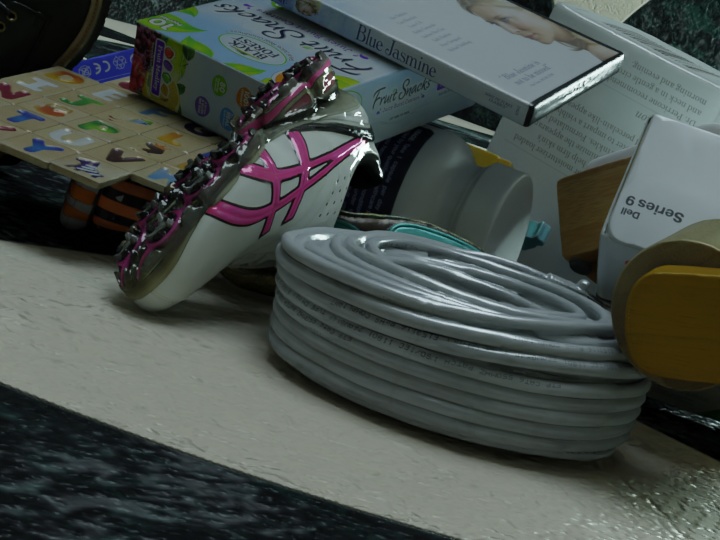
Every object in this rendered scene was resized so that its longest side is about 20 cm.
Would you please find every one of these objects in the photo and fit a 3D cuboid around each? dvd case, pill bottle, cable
[{"bbox_3d":[0.057,-0.159,1.093,0.199,0.018,0.142,29,33,21],"label":"dvd case"},{"bbox_3d":[0.008,-0.050,1.127,0.198,0.117,0.116,20,9,20],"label":"pill bottle"},{"bbox_3d":[0.049,0.033,0.849,0.198,0.070,0.200,17,9,5],"label":"cable"}]

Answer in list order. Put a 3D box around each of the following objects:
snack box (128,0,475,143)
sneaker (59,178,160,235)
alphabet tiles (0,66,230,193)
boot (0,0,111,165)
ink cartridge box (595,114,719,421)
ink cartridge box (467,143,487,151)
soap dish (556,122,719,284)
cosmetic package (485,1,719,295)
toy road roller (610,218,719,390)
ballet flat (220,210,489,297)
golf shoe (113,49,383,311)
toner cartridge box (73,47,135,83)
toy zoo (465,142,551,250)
[{"bbox_3d":[-0.029,-0.133,1.086,0.141,0.053,0.199,26,31,29],"label":"snack box"},{"bbox_3d":[-0.125,-0.052,1.062,0.111,0.078,0.200,20,19,-11],"label":"sneaker"},{"bbox_3d":[-0.144,-0.084,0.992,0.165,0.006,0.200,22,20,17],"label":"alphabet tiles"},{"bbox_3d":[-0.239,-0.154,1.049,0.077,0.201,0.138,36,22,31],"label":"boot"},{"bbox_3d":[0.213,0.013,0.959,0.145,0.085,0.200,20,-21,14],"label":"ink cartridge box"},{"bbox_3d":[0.000,-0.102,1.420,0.115,0.068,0.199,9,12,-45],"label":"ink cartridge box"},{"bbox_3d":[0.241,-0.003,1.115,0.199,0.082,0.157,37,-25,-22],"label":"soap dish"},{"bbox_3d":[0.206,-0.074,1.311,0.164,0.201,0.164,34,17,29],"label":"cosmetic package"},{"bbox_3d":[0.218,0.061,0.778,0.198,0.148,0.123,8,12,24],"label":"toy road roller"},{"bbox_3d":[0.000,0.000,0.994,0.198,0.071,0.071,16,9,-18],"label":"ballet flat"},{"bbox_3d":[-0.050,-0.034,0.894,0.072,0.092,0.200,-22,20,46],"label":"golf shoe"},{"bbox_3d":[-0.145,-0.143,1.269,0.198,0.044,0.095,-15,-4,-12],"label":"toner cartridge box"},{"bbox_3d":[0.047,-0.064,1.227,0.199,0.021,0.131,23,-21,17],"label":"toy zoo"}]
